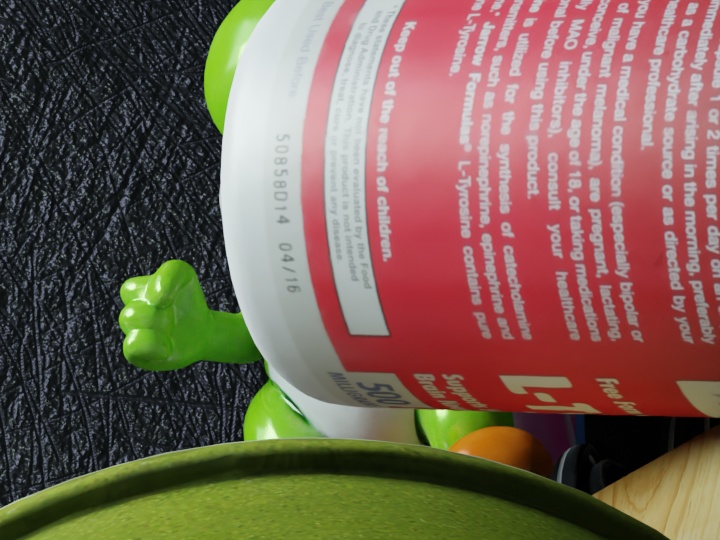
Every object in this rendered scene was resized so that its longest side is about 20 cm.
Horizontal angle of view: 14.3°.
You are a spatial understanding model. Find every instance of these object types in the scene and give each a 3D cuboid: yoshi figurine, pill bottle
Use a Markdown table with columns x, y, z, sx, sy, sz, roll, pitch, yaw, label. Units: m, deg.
| x | y | z | sx | sy | sz | roll | pitch | yaw | label |
| --- | --- | --- | --- | --- | --- | --- | --- | --- | --- |
| -0.008 | -0.006 | 0.841 | 0.112 | 0.112 | 0.201 | -49 | 43 | 40 | yoshi figurine |
| 0.076 | -0.021 | 0.687 | 0.112 | 0.199 | 0.113 | -1 | -89 | -62 | pill bottle |

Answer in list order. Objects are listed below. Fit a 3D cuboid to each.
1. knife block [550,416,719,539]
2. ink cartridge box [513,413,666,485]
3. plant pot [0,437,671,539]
| x | y | z | sx | sy | sz | roll | pitch | yaw | label |
| --- | --- | --- | --- | --- | --- | --- | --- | --- | --- |
| 0.090 | 0.078 | 0.679 | 0.175 | 0.064 | 0.200 | -41 | 10 | -25 | knife block |
| 0.065 | 0.036 | 0.965 | 0.037 | 0.094 | 0.200 | -57 | 21 | 35 | ink cartridge box |
| 0.006 | 0.136 | 0.318 | 0.201 | 0.200 | 0.193 | -57 | 13 | 2 | plant pot |
